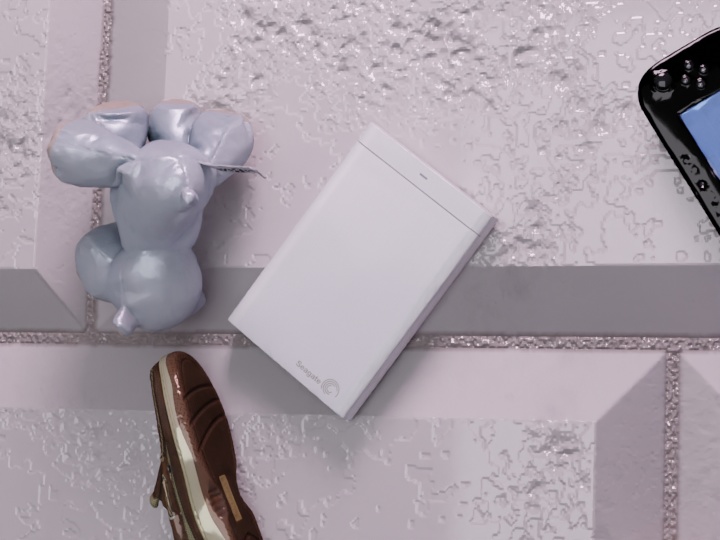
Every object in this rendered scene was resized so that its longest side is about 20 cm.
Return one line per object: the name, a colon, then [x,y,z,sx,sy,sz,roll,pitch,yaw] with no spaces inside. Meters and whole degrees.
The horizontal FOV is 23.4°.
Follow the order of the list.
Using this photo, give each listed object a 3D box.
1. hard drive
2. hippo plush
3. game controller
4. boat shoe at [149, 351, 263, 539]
hard drive: [0.000,0.000,1.397,0.132,0.027,0.201,39,97,20]
hippo plush: [-0.154,-0.038,1.417,0.199,0.159,0.162,23,122,35]
game controller: [0.293,-0.085,1.298,0.104,0.042,0.201,-33,74,13]
boat shoe: [-0.141,0.170,1.401,0.074,0.075,0.204,-23,76,21]
